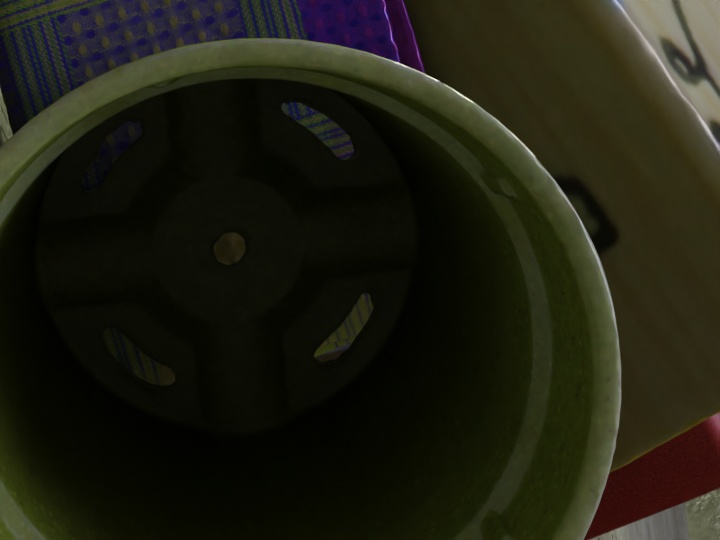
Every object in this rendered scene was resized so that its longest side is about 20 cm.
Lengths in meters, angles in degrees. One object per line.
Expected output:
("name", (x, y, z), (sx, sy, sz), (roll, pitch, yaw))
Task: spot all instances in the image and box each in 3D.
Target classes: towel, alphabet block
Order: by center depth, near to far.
("towel", (-0.047, -0.051, 1.011), (0.023, 0.143, 0.200), (-130, -157, -69))
("alphabet block", (0.077, -0.048, 1.122), (0.200, 0.196, 0.195), (53, 36, -6))

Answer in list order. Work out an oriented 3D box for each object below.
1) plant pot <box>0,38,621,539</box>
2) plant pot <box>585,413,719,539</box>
("plant pot", (-0.036, 0.014, 0.908), (0.184, 0.200, 0.201), (-114, -170, -75))
("plant pot", (0.064, 0.022, 1.479), (0.176, 0.199, 0.200), (63, 14, -19))
